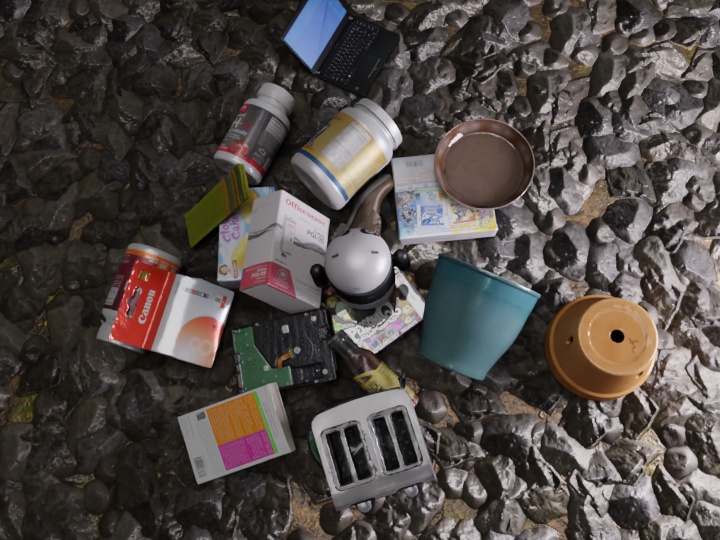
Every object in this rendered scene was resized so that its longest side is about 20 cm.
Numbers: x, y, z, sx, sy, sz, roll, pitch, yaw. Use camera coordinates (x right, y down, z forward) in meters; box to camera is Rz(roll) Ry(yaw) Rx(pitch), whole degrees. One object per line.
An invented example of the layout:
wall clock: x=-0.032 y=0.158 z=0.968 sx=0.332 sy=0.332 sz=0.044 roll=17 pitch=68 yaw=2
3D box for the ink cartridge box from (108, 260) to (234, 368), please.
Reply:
ink cartridge box: x=-0.359 y=0.085 z=1.244 sx=0.050 sy=0.200 sz=0.163 roll=-4 pitch=67 yaw=51

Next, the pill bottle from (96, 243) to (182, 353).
pill bottle: x=-0.444 y=0.056 z=1.285 sx=0.114 sy=0.114 sz=0.200 roll=15 pitch=76 yaw=9

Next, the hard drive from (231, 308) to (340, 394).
hard drive: x=-0.146 y=0.162 z=1.250 sx=0.200 sy=0.038 sz=0.140 roll=-13 pitch=77 yaw=11

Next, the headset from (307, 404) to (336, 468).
headset: x=0.001 y=0.318 z=1.206 sx=0.200 sy=0.094 sz=0.124 roll=0 pitch=78 yaw=21

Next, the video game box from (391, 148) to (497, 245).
video game box: x=0.170 y=-0.151 z=1.324 sx=0.200 sy=0.047 sz=0.183 roll=-5 pitch=71 yaw=3

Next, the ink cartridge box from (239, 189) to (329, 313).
ink cartridge box: x=-0.144 y=-0.035 z=1.247 sx=0.083 sy=0.146 sz=0.200 roll=-14 pitch=61 yaw=37

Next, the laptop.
laptop: x=-0.041 y=-0.514 z=1.416 sx=0.200 sy=0.103 sz=0.177 roll=27 pitch=79 yaw=12

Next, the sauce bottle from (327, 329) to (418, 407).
sauce bottle: x=0.020 y=0.194 z=1.204 sx=0.200 sy=0.066 sz=0.066 roll=44 pitch=82 yaw=-2

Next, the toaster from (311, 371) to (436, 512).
toaster: x=0.022 y=0.295 z=1.101 sx=0.180 sy=0.119 sz=0.200 roll=-17 pitch=79 yaw=-1

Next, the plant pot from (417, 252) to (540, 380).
plant pot: x=0.202 y=0.092 z=1.187 sx=0.200 sy=0.200 sz=0.188 roll=23 pitch=93 yaw=11

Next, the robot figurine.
robot figurine: x=0.001 y=-0.002 z=1.179 sx=0.125 sy=0.200 sz=0.150 roll=40 pitch=81 yaw=17

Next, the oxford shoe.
oxford shoe: x=0.019 y=-0.104 z=1.315 sx=0.084 sy=0.073 sz=0.200 roll=33 pitch=92 yaw=11

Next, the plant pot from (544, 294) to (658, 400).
plant pot: x=0.449 y=0.130 z=1.171 sx=0.200 sy=0.140 sz=0.200 roll=-2 pitch=73 yaw=5

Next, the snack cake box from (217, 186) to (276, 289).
snack cake box: x=-0.230 y=-0.067 z=1.325 sx=0.115 sy=0.067 sz=0.200 roll=-3 pitch=74 yaw=4

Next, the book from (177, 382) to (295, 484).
book: x=-0.235 y=0.308 z=1.209 sx=0.200 sy=0.048 sz=0.134 roll=-21 pitch=81 yaw=11

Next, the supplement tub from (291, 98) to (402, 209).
supplement tub: x=-0.027 y=-0.239 z=1.315 sx=0.145 sy=0.145 sz=0.200 roll=43 pitch=82 yaw=14

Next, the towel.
towel: x=-0.297 y=-0.131 z=1.312 sx=0.200 sy=0.018 sz=0.086 roll=-35 pitch=57 yaw=32

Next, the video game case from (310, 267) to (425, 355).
video game case: x=0.015 y=0.073 z=1.280 sx=0.200 sy=0.036 sz=0.181 roll=-35 pitch=73 yaw=-5

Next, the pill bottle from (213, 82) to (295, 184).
pill bottle: x=-0.218 y=-0.293 z=1.365 sx=0.111 sy=0.111 sz=0.200 roll=24 pitch=78 yaw=11

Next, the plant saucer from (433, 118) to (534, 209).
plant saucer: x=0.248 y=-0.211 z=1.296 sx=0.200 sy=0.034 sz=0.201 roll=-1 pitch=74 yaw=3
